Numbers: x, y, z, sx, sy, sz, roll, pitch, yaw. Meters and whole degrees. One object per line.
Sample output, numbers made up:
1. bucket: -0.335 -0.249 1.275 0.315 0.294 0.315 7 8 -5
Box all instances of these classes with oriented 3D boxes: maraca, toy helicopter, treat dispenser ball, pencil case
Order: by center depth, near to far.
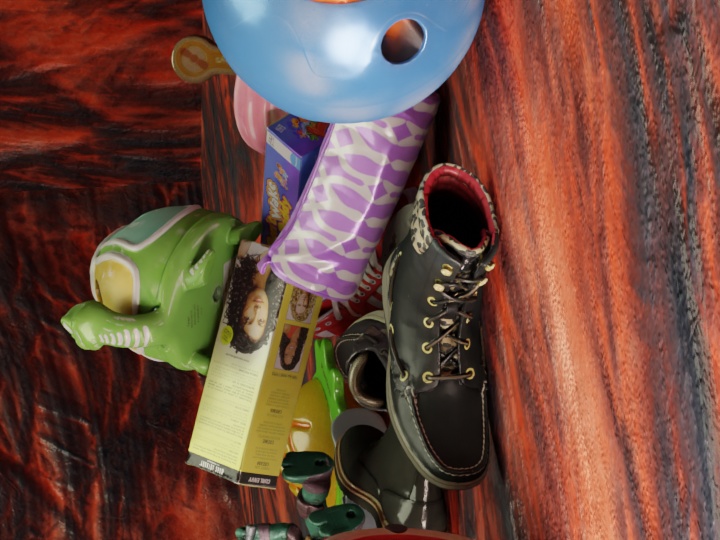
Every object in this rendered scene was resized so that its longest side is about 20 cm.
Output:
1. treat dispenser ball: -0.012 -0.203 1.345 0.201 0.199 0.203 176 90 -82
2. pencil case: -0.007 -0.075 1.554 0.201 0.085 0.084 -68 20 13
3. toy helicopter: -0.082 -0.191 1.846 0.079 0.198 0.133 -62 -27 -76
4. maraca: -0.032 0.161 1.959 0.137 0.106 0.201 -115 22 -48

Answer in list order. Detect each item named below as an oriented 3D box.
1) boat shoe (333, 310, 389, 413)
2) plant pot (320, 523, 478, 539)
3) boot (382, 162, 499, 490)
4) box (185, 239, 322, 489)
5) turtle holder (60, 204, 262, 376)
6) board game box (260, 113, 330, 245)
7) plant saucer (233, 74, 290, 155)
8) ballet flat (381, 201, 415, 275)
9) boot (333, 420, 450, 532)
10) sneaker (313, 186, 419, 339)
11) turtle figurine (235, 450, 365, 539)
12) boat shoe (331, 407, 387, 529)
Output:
1. boat shoe: 0.019 0.080 1.551 0.200 0.064 0.072 14 124 63
2. plant pot: 0.034 0.279 1.282 0.200 0.199 0.184 -130 44 -76
3. boot: 0.062 0.040 1.393 0.154 0.073 0.205 107 156 -60
4. box: -0.088 0.080 1.650 0.075 0.050 0.202 13 90 45
5. turtle holder: -0.173 0.024 1.695 0.186 0.131 0.141 -60 -29 -28
6. board game box: -0.023 -0.076 1.702 0.045 0.134 0.201 41 148 25
7. plant saucer: -0.029 -0.185 1.679 0.051 0.200 0.201 29 139 24
8. ballet flat: 0.048 0.018 1.582 0.067 0.046 0.201 51 148 36
9. boot: 0.035 0.143 1.655 0.200 0.077 0.139 -135 45 -58
10. sneaker: 0.000 0.000 1.651 0.200 0.112 0.072 100 163 -57
11. turtle figurine: -0.043 0.259 1.697 0.149 0.100 0.201 38 138 29
12. boat shoe: 0.012 0.215 1.803 0.200 0.073 0.068 -116 15 -53
